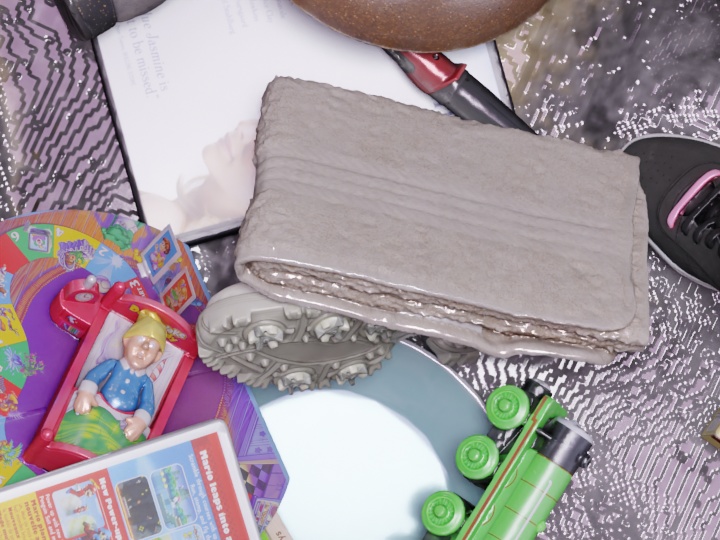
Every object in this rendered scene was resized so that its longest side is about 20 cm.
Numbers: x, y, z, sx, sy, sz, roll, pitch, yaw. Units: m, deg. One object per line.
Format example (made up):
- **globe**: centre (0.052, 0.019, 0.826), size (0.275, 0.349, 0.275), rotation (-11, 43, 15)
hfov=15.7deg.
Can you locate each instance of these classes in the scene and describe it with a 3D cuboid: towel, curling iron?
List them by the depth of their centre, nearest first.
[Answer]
- **towel**: centre (0.042, -0.023, 1.239), size (0.199, 0.035, 0.133), rotation (14, 44, -7)
- **curling iron**: centre (0.045, -0.106, 1.300), size (0.050, 0.026, 0.200), rotation (-45, 92, -6)

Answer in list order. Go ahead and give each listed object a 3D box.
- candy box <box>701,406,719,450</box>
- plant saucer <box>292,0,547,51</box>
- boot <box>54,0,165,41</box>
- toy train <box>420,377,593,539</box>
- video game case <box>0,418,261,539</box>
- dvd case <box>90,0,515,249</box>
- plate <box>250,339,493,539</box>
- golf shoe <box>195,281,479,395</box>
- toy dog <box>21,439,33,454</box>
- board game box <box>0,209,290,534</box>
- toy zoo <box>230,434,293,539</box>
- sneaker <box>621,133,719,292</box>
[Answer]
- **candy box**: centre (0.277, 0.037, 1.310), size (0.115, 0.055, 0.200), rotation (36, 87, 0)
- **plant saucer**: centre (0.026, -0.208, 1.281), size (0.200, 0.037, 0.201), rotation (5, 73, -18)
- **boot**: centre (-0.121, -0.223, 1.300), size (0.131, 0.070, 0.201), rotation (-25, 90, -9)
- **toy train**: centre (0.048, 0.145, 1.269), size (0.056, 0.042, 0.200), rotation (30, 86, 26)
- **video game case**: centre (-0.136, 0.164, 1.175), size (0.199, 0.017, 0.144), rotation (-17, 93, -13)
- **dvd case**: centre (-0.030, -0.102, 1.319), size (0.199, 0.018, 0.143), rotation (-15, 87, -4)
- **plate**: centre (-0.017, 0.127, 1.306), size (0.199, 0.026, 0.201), rotation (0, 87, -2)
- **golf shoe**: centre (0.000, 0.000, 1.272), size (0.199, 0.078, 0.097), rotation (-7, 63, -33)
- **toy dog**: centre (-0.210, 0.117, 1.260), size (0.132, 0.096, 0.200), rotation (43, 86, 0)
- **board game box**: centre (-0.117, 0.051, 1.227), size (0.158, 0.039, 0.201), rotation (-12, 68, -33)
- **toy zoo**: centre (-0.116, 0.176, 1.225), size (0.200, 0.020, 0.131), rotation (-27, 74, -20)
- **sneaker**: centre (0.190, -0.018, 1.254), size (0.071, 0.099, 0.200), rotation (-49, 60, 1)
